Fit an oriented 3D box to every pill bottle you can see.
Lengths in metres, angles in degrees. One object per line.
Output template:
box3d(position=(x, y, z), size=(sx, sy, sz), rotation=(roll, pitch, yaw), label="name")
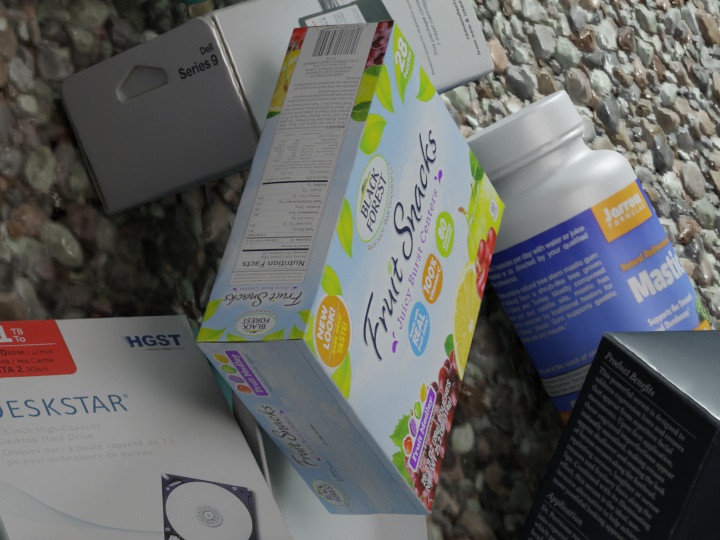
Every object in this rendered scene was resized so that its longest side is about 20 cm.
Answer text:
box3d(position=(0.136, -0.005, 1.687), size=(0.112, 0.112, 0.200), rotation=(-31, 96, -44), label="pill bottle")

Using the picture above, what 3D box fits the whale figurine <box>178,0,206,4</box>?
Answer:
box3d(position=(-0.106, -0.203, 1.497), size=(0.159, 0.200, 0.104), rotation=(86, 29, -43), label="whale figurine")

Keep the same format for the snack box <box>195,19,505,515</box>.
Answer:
box3d(position=(0.000, 0.000, 1.409), size=(0.169, 0.068, 0.200), rotation=(57, 39, -46), label="snack box")

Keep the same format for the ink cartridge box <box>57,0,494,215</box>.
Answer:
box3d(position=(-0.048, -0.108, 1.540), size=(0.200, 0.146, 0.084), rotation=(-22, 92, -44), label="ink cartridge box")

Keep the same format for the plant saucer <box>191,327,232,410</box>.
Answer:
box3d(position=(-0.070, 0.125, 1.509), size=(0.200, 0.027, 0.201), rotation=(17, 63, -37), label="plant saucer")

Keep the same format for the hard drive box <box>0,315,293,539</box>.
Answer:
box3d(position=(-0.131, 0.121, 1.348), size=(0.156, 0.077, 0.200), rotation=(-3, 46, -32), label="hard drive box")

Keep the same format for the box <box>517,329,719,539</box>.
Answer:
box3d(position=(0.190, 0.145, 1.605), size=(0.148, 0.200, 0.107), rotation=(1, 29, -42), label="box")

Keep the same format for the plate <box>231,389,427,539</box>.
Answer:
box3d(position=(-0.018, 0.124, 1.471), size=(0.200, 0.032, 0.200), rotation=(-23, 107, -66), label="plate")
